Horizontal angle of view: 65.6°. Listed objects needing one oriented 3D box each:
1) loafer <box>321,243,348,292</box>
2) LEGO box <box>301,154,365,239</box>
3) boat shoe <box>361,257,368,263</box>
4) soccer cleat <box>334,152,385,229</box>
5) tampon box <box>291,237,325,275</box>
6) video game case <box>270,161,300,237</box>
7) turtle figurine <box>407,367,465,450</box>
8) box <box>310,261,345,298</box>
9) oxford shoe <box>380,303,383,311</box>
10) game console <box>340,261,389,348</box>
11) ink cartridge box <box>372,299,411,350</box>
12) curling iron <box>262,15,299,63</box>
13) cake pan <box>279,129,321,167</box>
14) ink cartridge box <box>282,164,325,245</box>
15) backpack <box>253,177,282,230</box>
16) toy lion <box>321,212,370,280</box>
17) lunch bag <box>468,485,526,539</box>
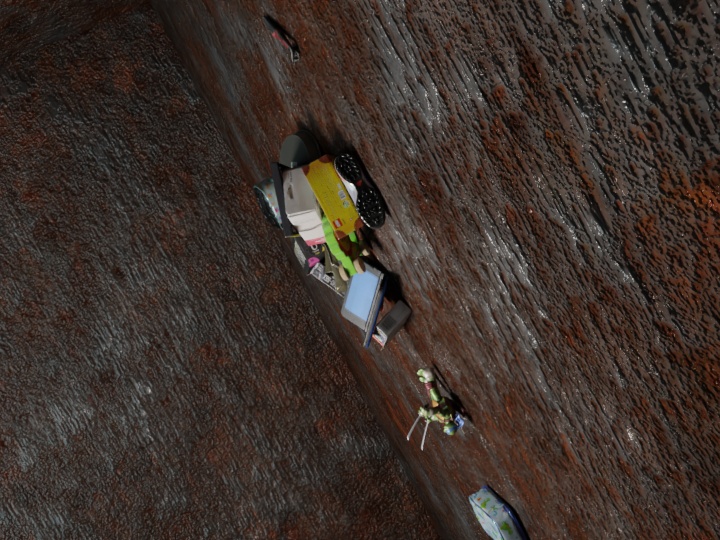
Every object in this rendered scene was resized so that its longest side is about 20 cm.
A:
[{"bbox_3d":[-0.088,-0.016,1.805,0.075,0.069,0.201,72,173,-70],"label":"loafer"},{"bbox_3d":[-0.059,-0.193,1.443,0.201,0.077,0.149,62,-169,-5],"label":"LEGO box"},{"bbox_3d":[0.000,0.000,1.785,0.068,0.072,0.200,62,178,-14],"label":"boat shoe"},{"bbox_3d":[0.004,-0.192,1.362,0.201,0.068,0.073,60,-173,3],"label":"soccer cleat"},{"bbox_3d":[-0.154,-0.086,2.007,0.127,0.149,0.200,60,168,5],"label":"tampon box"},{"bbox_3d":[-0.200,-0.194,1.569,0.181,0.025,0.202,-34,-68,-82],"label":"video game case"},{"bbox_3d":[0.193,0.400,1.640,0.143,0.200,0.195,21,-136,-42],"label":"turtle figurine"},{"bbox_3d":[-0.071,0.050,1.952,0.199,0.050,0.158,36,-178,7],"label":"box"},{"bbox_3d":[0.038,0.062,1.810,0.200,0.071,0.074,-128,46,-63],"label":"oxford shoe"},{"bbox_3d":[0.002,0.093,1.626,0.171,0.117,0.202,-66,-9,-68],"label":"game console"},{"bbox_3d":[0.088,0.167,1.669,0.050,0.109,0.200,42,164,10],"label":"ink cartridge box"},{"bbox_3d":[-0.203,-0.580,1.391,0.200,0.025,0.050,55,163,29],"label":"curling iron"},{"bbox_3d":[-0.183,-0.315,1.664,0.200,0.037,0.202,18,113,49],"label":"cake pan"},{"bbox_3d":[-0.144,-0.178,1.554,0.200,0.084,0.147,56,-156,-67],"label":"ink cartridge box"},{"bbox_3d":[-0.354,-0.295,2.344,0.201,0.153,0.176,56,169,-27],"label":"backpack"},{"bbox_3d":[-0.048,-0.087,1.558,0.193,0.068,0.200,63,-162,-20],"label":"toy lion"},{"bbox_3d":[0.429,0.782,1.743,0.162,0.082,0.200,64,168,-8],"label":"lunch bag"}]
